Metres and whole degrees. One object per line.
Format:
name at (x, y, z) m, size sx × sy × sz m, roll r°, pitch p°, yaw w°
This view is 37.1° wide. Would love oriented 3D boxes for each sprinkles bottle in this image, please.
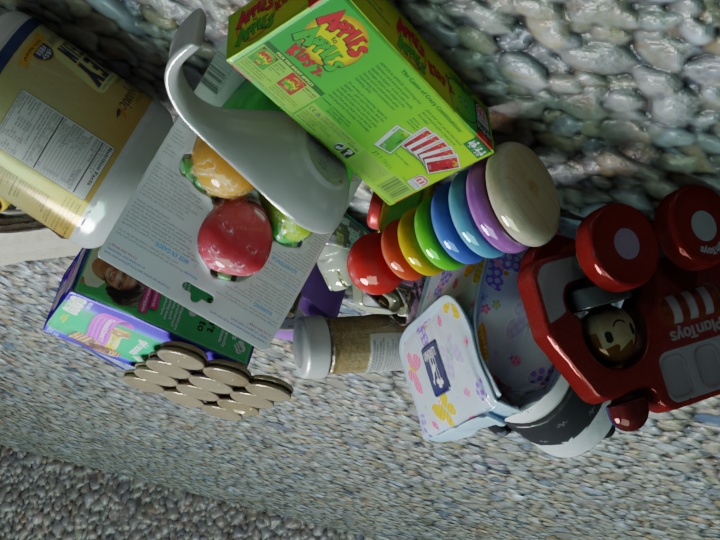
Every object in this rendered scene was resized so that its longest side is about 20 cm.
sprinkles bottle at (0.025, 0.081, 1.209) m, size 0.197 × 0.069 × 0.068 m, roll -2°, pitch 164°, yaw -19°

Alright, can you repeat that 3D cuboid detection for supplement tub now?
supplement tub at (-0.250, -0.110, 0.923) m, size 0.199 × 0.146 × 0.144 m, roll 33°, pitch 155°, yaw -14°

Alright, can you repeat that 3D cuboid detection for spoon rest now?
spoon rest at (-0.076, -0.103, 0.799) m, size 0.060 × 0.100 × 0.200 m, roll -23°, pitch 132°, yaw 27°

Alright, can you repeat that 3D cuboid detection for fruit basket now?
fruit basket at (-0.098, -0.059, 0.897) m, size 0.184 × 0.202 × 0.094 m, roll 32°, pitch -179°, yaw -36°

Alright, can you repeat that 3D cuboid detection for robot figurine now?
robot figurine at (0.215, 0.134, 1.222) m, size 0.199 × 0.152 × 0.124 m, roll 36°, pitch 173°, yaw -41°

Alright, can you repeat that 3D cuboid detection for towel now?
towel at (-0.401, -0.041, 1.282) m, size 0.197 × 0.035 × 0.132 m, roll -9°, pitch 168°, yaw -21°

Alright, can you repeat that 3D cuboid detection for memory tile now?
memory tile at (-0.167, 0.122, 1.157) m, size 0.151 × 0.017 × 0.200 m, roll 23°, pitch 156°, yaw -20°

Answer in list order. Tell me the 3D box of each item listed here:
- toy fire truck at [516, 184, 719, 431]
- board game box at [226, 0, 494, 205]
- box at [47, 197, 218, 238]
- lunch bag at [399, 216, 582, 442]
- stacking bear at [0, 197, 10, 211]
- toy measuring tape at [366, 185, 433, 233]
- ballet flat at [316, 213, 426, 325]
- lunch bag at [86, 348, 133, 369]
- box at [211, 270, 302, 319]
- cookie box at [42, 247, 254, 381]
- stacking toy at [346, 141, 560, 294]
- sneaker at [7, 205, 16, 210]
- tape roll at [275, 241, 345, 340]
toy fire truck at (0.227, 0.035, 0.865) m, size 0.197 × 0.171 × 0.112 m, roll -13°, pitch 171°, yaw -26°
board game box at (0.004, -0.136, 0.791) m, size 0.101 × 0.048 × 0.199 m, roll -25°, pitch 138°, yaw 27°
box at (-0.261, -0.081, 1.134) m, size 0.197 × 0.076 × 0.100 m, roll 7°, pitch 156°, yaw 28°
lunch bag at (0.115, 0.051, 0.989) m, size 0.125 × 0.203 × 0.170 m, roll 21°, pitch 159°, yaw -11°
stacking bear at (-0.371, -0.094, 1.007) m, size 0.112 × 0.203 × 0.122 m, roll 10°, pitch 157°, yaw 17°
toy measuring tape at (0.040, -0.065, 0.946) m, size 0.072 × 0.075 × 0.201 m, roll 14°, pitch 158°, yaw 6°
ballet flat at (0.000, 0.000, 1.129) m, size 0.068 × 0.072 × 0.199 m, roll -7°, pitch 148°, yaw 43°
lunch bag at (-0.292, 0.075, 1.461) m, size 0.168 × 0.126 × 0.200 m, roll 6°, pitch 164°, yaw 27°
box at (-0.160, 0.034, 1.210) m, size 0.120 × 0.033 × 0.199 m, roll 26°, pitch 157°, yaw -20°
cookie box at (-0.225, 0.053, 1.158) m, size 0.198 × 0.076 × 0.171 m, roll 24°, pitch 155°, yaw -18°
stacking toy at (0.064, -0.032, 0.894) m, size 0.198 × 0.087 × 0.085 m, roll -24°, pitch 137°, yaw 38°
sneaker at (-0.503, -0.117, 1.247) m, size 0.196 × 0.077 × 0.116 m, roll 2°, pitch 151°, yaw 9°
tape roll at (-0.117, 0.013, 1.257) m, size 0.197 × 0.067 × 0.201 m, roll 15°, pitch 159°, yaw 6°
